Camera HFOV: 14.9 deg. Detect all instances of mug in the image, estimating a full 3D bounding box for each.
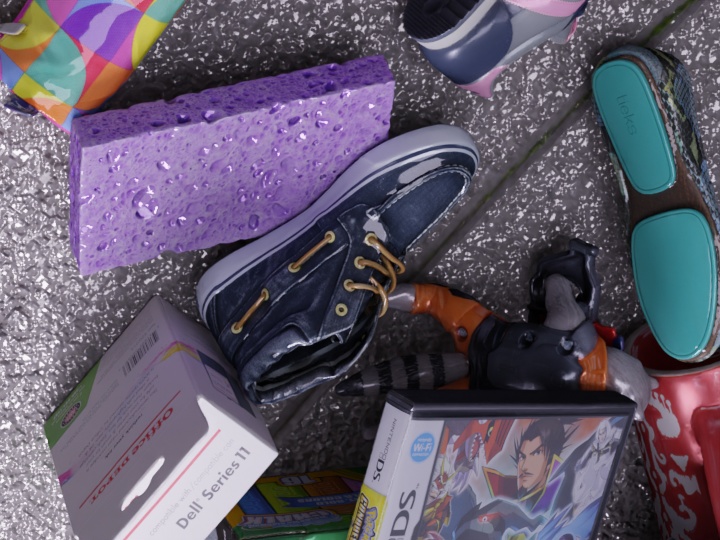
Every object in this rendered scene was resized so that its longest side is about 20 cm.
[{"bbox_3d":[0.253,0.133,1.771,0.133,0.177,0.201,-23,111,-15],"label":"mug"}]

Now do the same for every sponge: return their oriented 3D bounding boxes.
[{"bbox_3d":[-0.076,-0.063,1.649,0.199,0.030,0.112,-13,140,-18],"label":"sponge"}]

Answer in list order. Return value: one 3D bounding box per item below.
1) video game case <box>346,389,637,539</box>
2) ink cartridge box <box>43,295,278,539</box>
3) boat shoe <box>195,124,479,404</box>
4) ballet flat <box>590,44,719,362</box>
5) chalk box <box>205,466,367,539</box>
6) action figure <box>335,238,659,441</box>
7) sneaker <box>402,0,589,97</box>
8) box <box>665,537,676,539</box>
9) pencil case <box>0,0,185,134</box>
[{"bbox_3d":[0.068,0.158,1.626,0.199,0.025,0.182,3,108,-45],"label":"video game case"},{"bbox_3d":[-0.119,0.110,1.652,0.067,0.200,0.117,38,99,-23],"label":"ink cartridge box"},{"bbox_3d":[0.000,0.000,1.668,0.200,0.091,0.071,-35,142,7],"label":"boat shoe"},{"bbox_3d":[0.198,-0.045,1.721,0.074,0.074,0.201,-14,98,-8],"label":"ballet flat"},{"bbox_3d":[-0.021,0.205,1.703,0.123,0.200,0.126,-5,100,-11],"label":"chalk box"},{"bbox_3d":[0.089,0.084,1.728,0.192,0.105,0.201,1,100,15],"label":"action figure"},{"bbox_3d":[0.122,-0.186,1.675,0.200,0.070,0.082,-36,132,5],"label":"sneaker"},{"bbox_3d":[0.165,0.308,1.724,0.198,0.123,0.200,-40,154,-17],"label":"box"},{"bbox_3d":[-0.141,-0.172,1.602,0.088,0.088,0.200,35,99,-23],"label":"pencil case"}]
